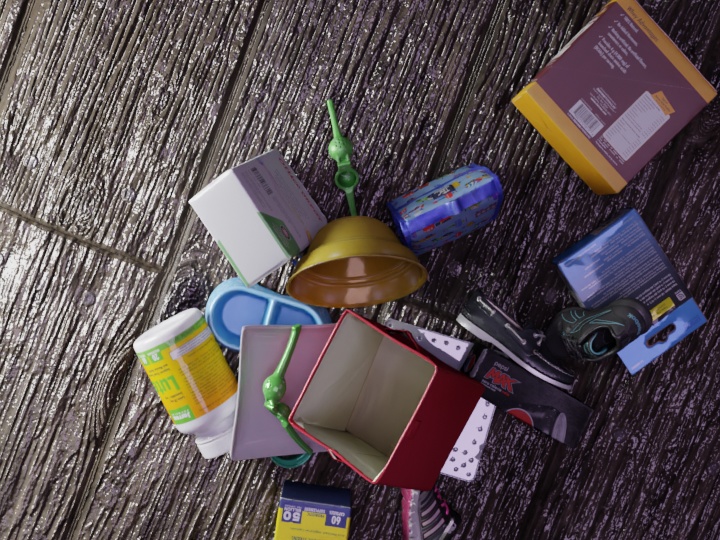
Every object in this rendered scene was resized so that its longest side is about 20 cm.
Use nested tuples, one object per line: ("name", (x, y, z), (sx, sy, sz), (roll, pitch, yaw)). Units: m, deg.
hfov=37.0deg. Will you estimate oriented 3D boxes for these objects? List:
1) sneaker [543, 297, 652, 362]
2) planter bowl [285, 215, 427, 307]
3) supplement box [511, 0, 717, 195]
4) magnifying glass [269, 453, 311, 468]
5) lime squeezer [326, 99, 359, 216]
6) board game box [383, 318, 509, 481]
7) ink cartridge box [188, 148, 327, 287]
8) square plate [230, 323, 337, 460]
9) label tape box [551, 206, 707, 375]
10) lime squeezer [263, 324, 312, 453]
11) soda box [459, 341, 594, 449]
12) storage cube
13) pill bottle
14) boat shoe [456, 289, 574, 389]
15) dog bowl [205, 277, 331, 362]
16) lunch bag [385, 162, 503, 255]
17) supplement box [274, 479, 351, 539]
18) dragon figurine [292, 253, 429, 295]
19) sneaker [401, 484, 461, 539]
("sneaker", (0.325, 0.093, 1.551), (0.079, 0.199, 0.076), (-41, 97, -37))
("planter bowl", (-0.008, -0.021, 1.495), (0.196, 0.201, 0.085), (-5, 70, -1))
("supplement box", (0.363, -0.252, 1.558), (0.200, 0.133, 0.197), (-44, 92, 1))
("magnifying glass", (-0.121, 0.203, 1.601), (0.078, 0.022, 0.203), (-20, 109, -12))
("lime squeezer", (-0.028, -0.153, 1.587), (0.037, 0.071, 0.204), (-14, 94, -17))
("board game box", (0.104, 0.195, 1.631), (0.197, 0.026, 0.203), (16, 92, -2))
("ink cartridge box", (-0.137, -0.079, 1.521), (0.087, 0.200, 0.146), (-33, 94, 21))
("square plate", (-0.094, 0.172, 1.569), (0.195, 0.028, 0.204), (-1, 106, -29))
("label tape box", (0.399, 0.030, 1.608), (0.143, 0.063, 0.202), (-34, 94, 2))
("lime squeezer", (-0.107, 0.182, 1.527), (0.037, 0.070, 0.204), (7, 113, 31))
("soda box", (0.243, 0.185, 1.594), (0.198, 0.063, 0.072), (29, 90, -12))
("storage cube", (0.042, 0.183, 1.497), (0.170, 0.179, 0.202), (29, 91, 31))
("pill bottle", (-0.240, 0.168, 1.577), (0.110, 0.111, 0.202), (-27, 99, 1))
("boat shoe", (0.236, 0.101, 1.585), (0.198, 0.076, 0.061), (33, 98, 12))
("dog bowl", (-0.139, 0.081, 1.609), (0.197, 0.050, 0.113), (17, 93, -1))
("lunch bag", (0.124, -0.084, 1.529), (0.149, 0.200, 0.095), (-24, 94, 0))
("supplement box", (-0.078, 0.429, 1.598), (0.107, 0.110, 0.204), (7, 93, -1))
("dragon figurine", (0.000, 0.000, 1.598), (0.197, 0.059, 0.101), (23, 103, -1))
("sneaker", (0.108, 0.353, 1.610), (0.086, 0.074, 0.204), (-3, 108, -8))
